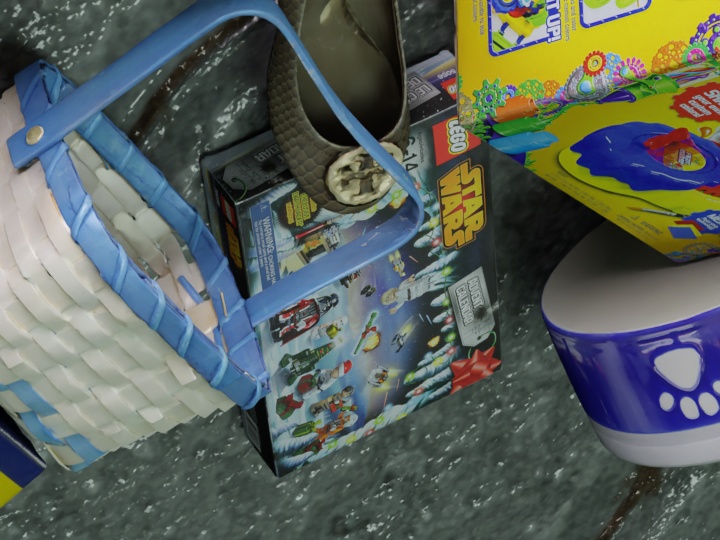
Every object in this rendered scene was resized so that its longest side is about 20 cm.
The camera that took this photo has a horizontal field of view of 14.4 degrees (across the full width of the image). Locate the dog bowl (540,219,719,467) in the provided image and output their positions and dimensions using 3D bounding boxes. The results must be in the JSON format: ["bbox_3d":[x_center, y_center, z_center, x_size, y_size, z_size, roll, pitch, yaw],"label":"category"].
[{"bbox_3d":[0.194,0.012,1.438,0.200,0.200,0.079,-31,108,-10],"label":"dog bowl"}]

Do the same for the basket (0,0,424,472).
[{"bbox_3d":[-0.089,-0.021,1.222,0.200,0.139,0.176,-28,137,10],"label":"basket"}]

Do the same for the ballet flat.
[{"bbox_3d":[-0.006,-0.108,1.260,0.067,0.046,0.200,-18,125,-24],"label":"ballet flat"}]

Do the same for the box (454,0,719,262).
[{"bbox_3d":[0.175,-0.109,1.302,0.192,0.122,0.200,-16,153,33],"label":"box"}]

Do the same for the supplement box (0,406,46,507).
[{"bbox_3d":[-0.258,0.094,1.235,0.200,0.109,0.110,-40,142,2],"label":"supplement box"}]

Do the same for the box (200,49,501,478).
[{"bbox_3d":[0.000,0.000,1.404,0.137,0.040,0.200,-26,139,-17],"label":"box"}]
